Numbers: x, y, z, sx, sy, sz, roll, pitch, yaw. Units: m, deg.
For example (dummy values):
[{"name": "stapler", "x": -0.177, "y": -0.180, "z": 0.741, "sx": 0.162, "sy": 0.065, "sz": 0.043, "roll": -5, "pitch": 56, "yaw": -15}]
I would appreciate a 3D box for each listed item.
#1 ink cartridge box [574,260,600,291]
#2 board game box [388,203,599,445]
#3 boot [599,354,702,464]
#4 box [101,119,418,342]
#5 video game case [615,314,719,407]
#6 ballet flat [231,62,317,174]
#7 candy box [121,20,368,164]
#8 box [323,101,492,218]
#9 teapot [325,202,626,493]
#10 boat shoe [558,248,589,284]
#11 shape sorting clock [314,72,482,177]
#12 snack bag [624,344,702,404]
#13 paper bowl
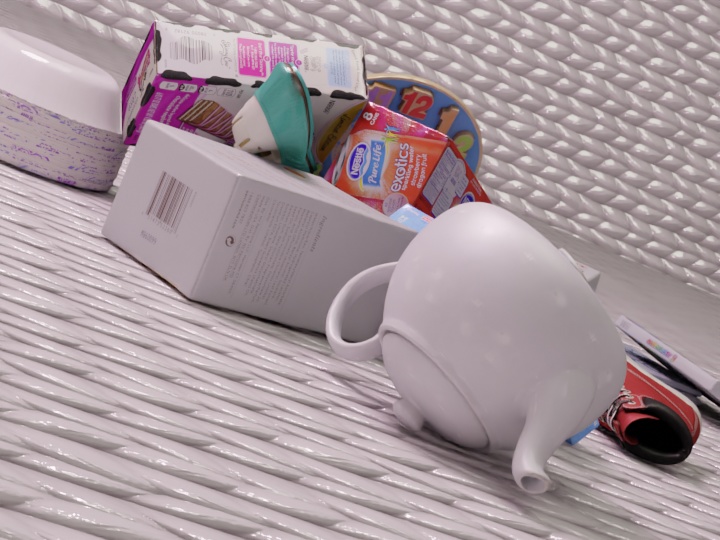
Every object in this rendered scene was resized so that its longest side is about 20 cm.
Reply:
[{"name": "ink cartridge box", "x": 0.162, "y": 0.021, "z": 1.884, "sx": 0.146, "sy": 0.083, "sz": 0.200, "roll": 25, "pitch": 14, "yaw": 14}, {"name": "board game box", "x": 0.108, "y": 0.043, "z": 1.479, "sx": 0.200, "sy": 0.037, "sz": 0.152, "roll": 32, "pitch": -30, "yaw": 45}, {"name": "boot", "x": 0.213, "y": 0.106, "z": 1.585, "sx": 0.200, "sy": 0.073, "sz": 0.144, "roll": 29, "pitch": 10, "yaw": 12}, {"name": "box", "x": -0.082, "y": -0.030, "z": 1.452, "sx": 0.200, "sy": 0.107, "sz": 0.152, "roll": 17, "pitch": 9, "yaw": -41}, {"name": "video game case", "x": 0.391, "y": 0.127, "z": 2.027, "sx": 0.143, "sy": 0.018, "sz": 0.200, "roll": 37, "pitch": 2, "yaw": -31}, {"name": "ballet flat", "x": -0.077, "y": -0.117, "z": 1.538, "sx": 0.200, "sy": 0.070, "sz": 0.068, "roll": 88, "pitch": -21, "yaw": -73}, {"name": "candy box", "x": -0.108, "y": -0.160, "z": 1.618, "sx": 0.199, "sy": 0.061, "sz": 0.136, "roll": 3, "pitch": -25, "yaw": -19}, {"name": "box", "x": 0.047, "y": -0.066, "z": 1.659, "sx": 0.095, "sy": 0.100, "sz": 0.200, "roll": 27, "pitch": -8, "yaw": 23}, {"name": "teapot", "x": 0.079, "y": 0.057, "z": 1.253, "sx": 0.198, "sy": 0.146, "sz": 0.200, "roll": 50, "pitch": -13, "yaw": 3}, {"name": "boat shoe", "x": 0.193, "y": 0.059, "z": 1.728, "sx": 0.070, "sy": 0.071, "sz": 0.201, "roll": 55, "pitch": -8, "yaw": 40}, {"name": "shape sorting clock", "x": 0.024, "y": -0.115, "z": 1.769, "sx": 0.200, "sy": 0.200, "sz": 0.039, "roll": 21, "pitch": 35, "yaw": -21}, {"name": "snack bag", "x": 0.281, "y": 0.094, "z": 2.059, "sx": 0.200, "sy": 0.021, "sz": 0.189, "roll": 22, "pitch": 7, "yaw": -20}, {"name": "paper bowl", "x": -0.310, "y": -0.160, "z": 1.668, "sx": 0.200, "sy": 0.105, "sz": 0.201, "roll": 25, "pitch": 8, "yaw": -4}]
